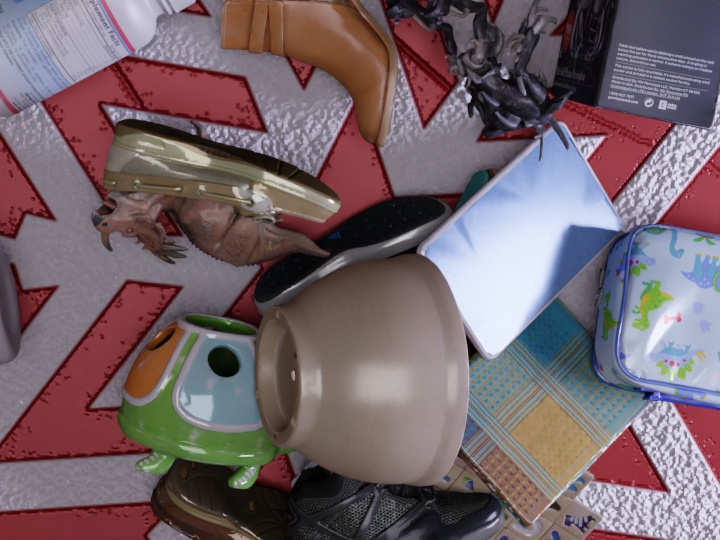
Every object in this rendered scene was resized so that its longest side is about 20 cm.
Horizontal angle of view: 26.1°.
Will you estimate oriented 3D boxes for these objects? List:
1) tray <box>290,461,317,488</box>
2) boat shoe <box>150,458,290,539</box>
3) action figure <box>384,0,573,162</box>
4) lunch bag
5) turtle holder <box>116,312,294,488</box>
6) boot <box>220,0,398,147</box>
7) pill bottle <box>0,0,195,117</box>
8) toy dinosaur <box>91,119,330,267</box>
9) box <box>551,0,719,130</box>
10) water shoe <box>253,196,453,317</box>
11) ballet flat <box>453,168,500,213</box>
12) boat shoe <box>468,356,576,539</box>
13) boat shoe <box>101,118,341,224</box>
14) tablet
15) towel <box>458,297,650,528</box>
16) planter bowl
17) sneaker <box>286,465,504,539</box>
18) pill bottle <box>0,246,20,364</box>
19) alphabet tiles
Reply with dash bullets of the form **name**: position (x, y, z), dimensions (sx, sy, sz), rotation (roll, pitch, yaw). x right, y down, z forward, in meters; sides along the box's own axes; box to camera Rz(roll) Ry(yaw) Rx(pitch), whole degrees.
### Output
- **tray**: position (0.034, 0.157, 1.467), dimensions (0.107, 0.022, 0.200), rotation (41, 94, -24)
- **boat shoe**: position (-0.107, 0.244, 1.462), dimensions (0.200, 0.072, 0.068), rotation (32, 129, -17)
- **action figure**: position (0.120, -0.191, 1.360), dimensions (0.200, 0.119, 0.102), rotation (43, 60, -22)
- **lunch bag**: position (0.317, 0.049, 1.431), dimensions (0.200, 0.082, 0.161), rotation (10, 79, -9)
- **turtle holder**: position (-0.120, 0.115, 1.393), dimensions (0.185, 0.141, 0.132), rotation (14, 98, 5)
- **boot**: position (-0.048, -0.204, 1.385), dimensions (0.154, 0.074, 0.200), rotation (-6, 88, -5)
- **pill bottle**: position (-0.250, -0.224, 1.346), dimensions (0.200, 0.109, 0.109), rotation (-28, 100, 0)
- **toy dinosaur**: position (-0.132, -0.043, 1.400), dimensions (0.200, 0.086, 0.136), rotation (31, 96, -13)
- **box**: position (0.247, -0.226, 1.338), dimensions (0.104, 0.200, 0.182), rotation (11, 98, -5)
- **water shoe**: position (0.000, 0.000, 1.433), dimensions (0.200, 0.072, 0.079), rotation (-25, 124, 3)
- **ballet flat**: position (0.088, 0.002, 1.433), dimensions (0.063, 0.069, 0.200), rotation (31, 97, -22)
- **boat shoe**: position (0.144, 0.167, 1.451), dimensions (0.076, 0.060, 0.200), rotation (-39, 109, 6)
- **boat shoe**: position (-0.117, -0.072, 1.318), dimensions (0.200, 0.073, 0.063), rotation (16, 103, -7)
- **tablet**: position (0.148, -0.029, 1.409), dimensions (0.200, 0.014, 0.130), rotation (-42, 111, -22)
- **towel**: position (0.160, 0.122, 1.406), dimensions (0.147, 0.022, 0.200), rotation (48, 54, 5)
- **planter bowl**: position (-0.011, 0.086, 1.316), dimensions (0.135, 0.200, 0.201), rotation (0, 100, -22)
- **sneaker**: position (0.029, 0.204, 1.406), dimensions (0.199, 0.076, 0.114), rotation (-5, 106, 3)
- **pill bottle**: position (-0.411, 0.042, 1.376), dimensions (0.200, 0.112, 0.113), rotation (-9, 100, -2)
- **alphabet tiles**: position (0.115, 0.211, 1.442), dimensions (0.200, 0.006, 0.166), rotation (32, 120, -7)
